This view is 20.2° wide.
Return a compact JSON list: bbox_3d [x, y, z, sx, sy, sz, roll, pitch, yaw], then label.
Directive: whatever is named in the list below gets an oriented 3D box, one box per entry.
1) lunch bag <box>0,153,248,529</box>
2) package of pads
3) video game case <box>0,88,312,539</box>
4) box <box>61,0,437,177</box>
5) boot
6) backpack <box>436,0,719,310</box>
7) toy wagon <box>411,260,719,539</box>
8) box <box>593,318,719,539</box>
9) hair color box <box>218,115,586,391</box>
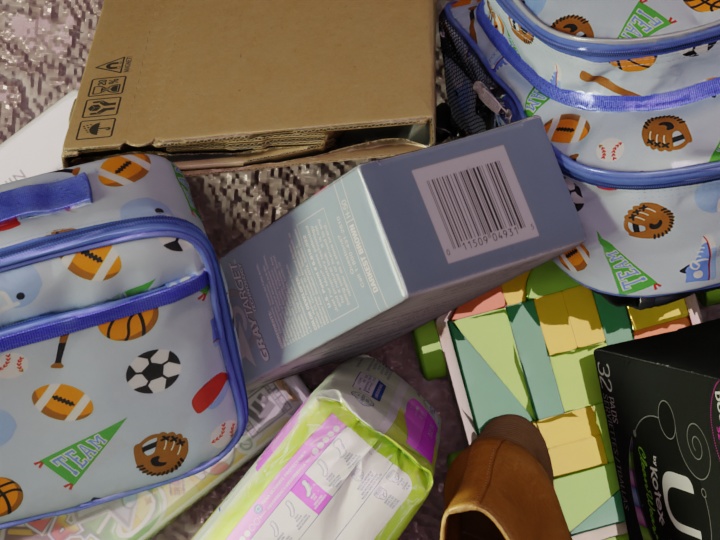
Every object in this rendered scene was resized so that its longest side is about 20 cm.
[{"bbox_3d":[-0.153,0.035,0.852,0.199,0.161,0.076,-16,44,-9],"label":"lunch bag"},{"bbox_3d":[-0.045,0.136,0.904,0.068,0.155,0.200,39,96,0],"label":"package of pads"},{"bbox_3d":[-0.151,0.042,0.995,0.182,0.023,0.200,-37,86,-4],"label":"video game case"},{"bbox_3d":[-0.044,-0.107,0.932,0.163,0.200,0.021,-5,124,5],"label":"box"},{"bbox_3d":[0.077,0.172,0.902,0.070,0.144,0.202,-15,103,17],"label":"boot"},{"bbox_3d":[0.141,-0.081,0.915,0.199,0.154,0.191,-22,47,-5],"label":"backpack"},{"bbox_3d":[0.117,0.074,0.984,0.154,0.040,0.201,-15,84,-2],"label":"toy wagon"},{"bbox_3d":[0.201,0.124,0.898,0.124,0.148,0.201,-12,96,-15],"label":"box"},{"bbox_3d":[0.000,0.000,0.901,0.099,0.200,0.061,-17,82,-33],"label":"hair color box"}]
